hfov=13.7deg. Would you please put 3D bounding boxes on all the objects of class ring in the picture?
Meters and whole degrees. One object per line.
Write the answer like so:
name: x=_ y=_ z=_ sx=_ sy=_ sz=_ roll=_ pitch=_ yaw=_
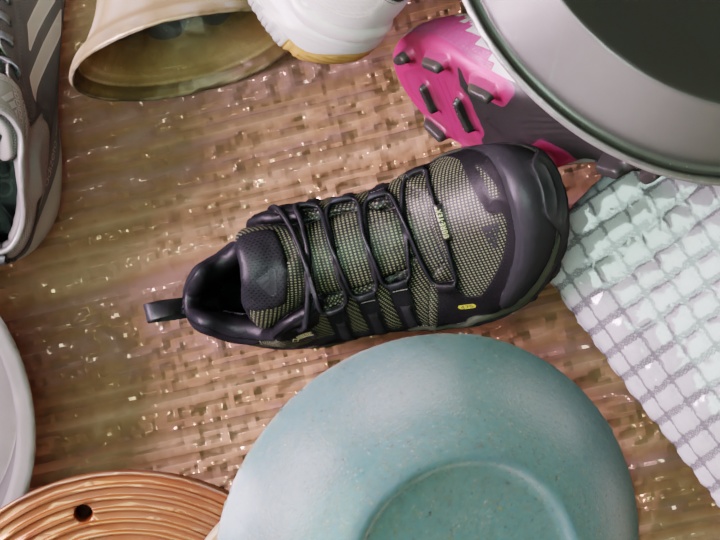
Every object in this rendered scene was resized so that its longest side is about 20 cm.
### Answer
ring: x=-0.103 y=0.184 z=1.347 sx=0.200 sy=0.019 sz=0.200 roll=0 pitch=103 yaw=0

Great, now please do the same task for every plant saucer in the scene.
plant saucer: x=0.037 y=0.128 z=1.275 sx=0.201 sy=0.039 sz=0.201 roll=-4 pitch=100 yaw=-21

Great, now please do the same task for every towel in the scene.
towel: x=0.196 y=-0.008 z=1.268 sx=0.200 sy=0.086 sz=0.166 roll=-38 pitch=80 yaw=10

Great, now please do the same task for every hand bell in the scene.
hand bell: x=-0.100 y=-0.186 z=1.339 sx=0.104 sy=0.104 sz=0.200 roll=-18 pitch=75 yaw=12

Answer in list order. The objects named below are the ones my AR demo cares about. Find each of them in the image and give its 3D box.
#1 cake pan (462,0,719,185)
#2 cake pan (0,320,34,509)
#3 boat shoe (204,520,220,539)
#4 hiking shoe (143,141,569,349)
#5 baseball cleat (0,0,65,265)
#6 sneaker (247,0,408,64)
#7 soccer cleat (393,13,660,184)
cake pan: x=0.130 y=-0.129 z=1.175 sx=0.200 sy=0.037 sz=0.200 roll=10 pitch=60 yaw=-18
cake pan: x=-0.242 y=0.062 z=1.359 sx=0.200 sy=0.037 sz=0.200 roll=2 pitch=107 yaw=8
boat shoe: x=-0.062 y=0.171 z=1.300 sx=0.074 sy=0.069 sz=0.200 roll=38 pitch=100 yaw=-10
hiking shoe: x=0.000 y=0.000 z=1.265 sx=0.200 sy=0.101 sz=0.076 roll=-23 pitch=83 yaw=44
baseball cleat: x=-0.163 y=-0.102 z=1.331 sx=0.070 sy=0.106 sz=0.200 roll=-9 pitch=95 yaw=-1
sneaker: x=-0.035 y=-0.189 z=1.280 sx=0.200 sy=0.076 sz=0.088 roll=54 pitch=133 yaw=12
soccer cleat: x=0.096 y=-0.083 z=1.263 sx=0.086 sy=0.200 sz=0.070 roll=-40 pitch=119 yaw=-22
